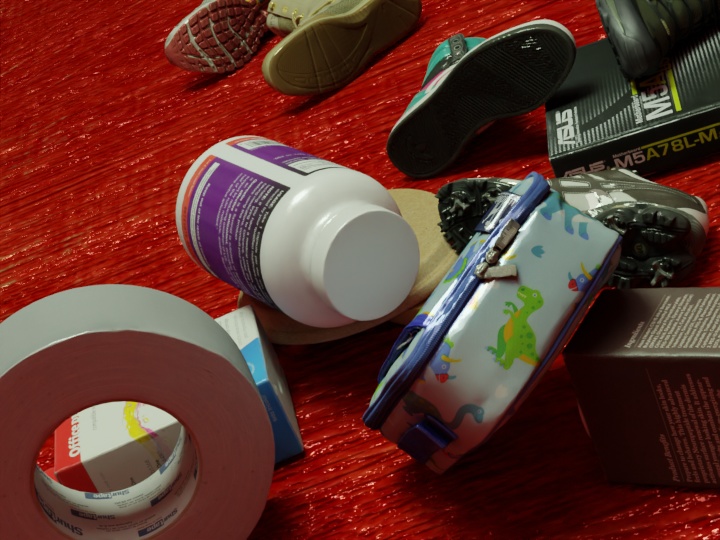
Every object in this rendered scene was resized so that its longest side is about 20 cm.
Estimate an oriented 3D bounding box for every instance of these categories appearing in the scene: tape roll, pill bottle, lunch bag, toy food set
[{"bbox_3d":[-0.156,0.112,1.046,0.200,0.200,0.066,-26,29,-4],"label":"tape roll"},{"bbox_3d":[-0.044,-0.026,1.190,0.112,0.113,0.200,-34,30,-19],"label":"pill bottle"},{"bbox_3d":[0.074,0.040,1.006,0.161,0.082,0.200,-54,-3,-15],"label":"lunch bag"},{"bbox_3d":[0.000,0.000,1.284,0.200,0.049,0.198,-24,28,2],"label":"toy food set"}]

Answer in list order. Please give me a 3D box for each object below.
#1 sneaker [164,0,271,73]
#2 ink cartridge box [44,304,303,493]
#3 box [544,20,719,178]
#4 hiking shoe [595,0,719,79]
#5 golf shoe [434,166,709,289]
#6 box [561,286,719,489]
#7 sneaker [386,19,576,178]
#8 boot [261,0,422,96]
[{"bbox_3d":[-0.147,-0.271,1.853,0.082,0.078,0.200,-3,25,41],"label":"sneaker"},{"bbox_3d":[-0.149,0.113,1.181,0.200,0.067,0.116,-24,28,1],"label":"ink cartridge box"},{"bbox_3d":[0.245,-0.145,1.351,0.193,0.048,0.200,-15,28,13],"label":"box"},{"bbox_3d":[0.252,-0.221,1.351,0.101,0.076,0.200,-16,26,24],"label":"hiking shoe"},{"bbox_3d":[0.154,-0.035,1.201,0.200,0.078,0.094,12,29,26],"label":"golf shoe"},{"bbox_3d":[0.225,0.067,0.941,0.200,0.100,0.075,-2,34,34],"label":"box"},{"bbox_3d":[0.113,-0.166,1.415,0.200,0.084,0.121,-34,19,37],"label":"sneaker"},{"bbox_3d":[-0.054,-0.243,1.721,0.200,0.073,0.155,-38,31,-29],"label":"boot"}]
